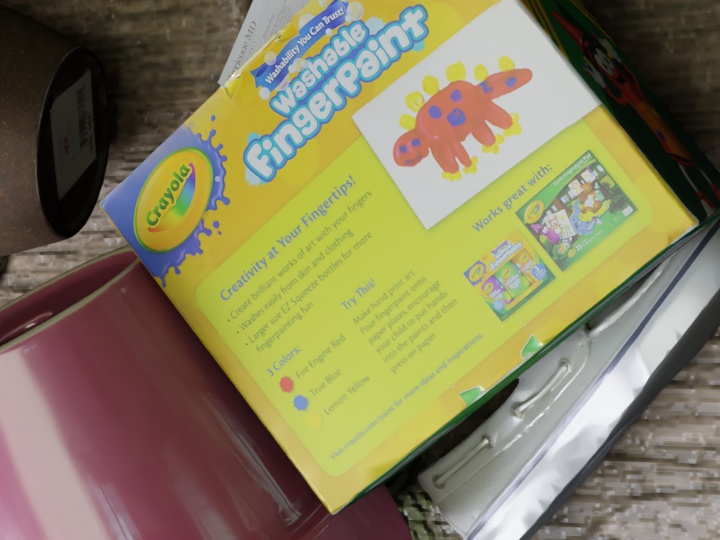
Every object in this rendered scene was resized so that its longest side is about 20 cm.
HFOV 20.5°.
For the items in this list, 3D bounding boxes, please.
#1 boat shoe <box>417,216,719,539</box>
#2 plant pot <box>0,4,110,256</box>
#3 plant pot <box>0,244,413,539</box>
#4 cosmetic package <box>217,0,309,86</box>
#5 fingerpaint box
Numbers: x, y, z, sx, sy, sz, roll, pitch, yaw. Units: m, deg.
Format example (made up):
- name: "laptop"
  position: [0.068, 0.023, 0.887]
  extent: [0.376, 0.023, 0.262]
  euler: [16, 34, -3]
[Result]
- name: "boat shoe"
  position: [0.092, 0.040, 0.856]
  extent: [0.070, 0.071, 0.200]
  euler: [43, 122, 13]
- name: "plant pot"
  position: [-0.230, -0.073, 0.962]
  extent: [0.200, 0.187, 0.187]
  euler: [6, 101, 13]
- name: "plant pot"
  position: [-0.102, 0.094, 0.871]
  extent: [0.200, 0.200, 0.179]
  euler: [-21, 103, 29]
- name: "cosmetic package"
  position: [0.015, -0.148, 0.867]
  extent: [0.083, 0.051, 0.200]
  euler: [40, 115, 32]
- name: "fingerpaint box"
  position: [0.021, -0.029, 0.808]
  extent: [0.200, 0.073, 0.167]
  euler: [-42, 82, 25]
